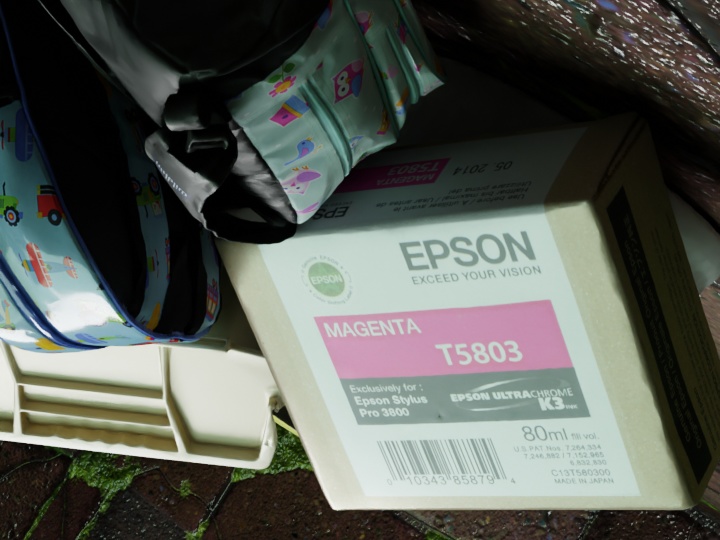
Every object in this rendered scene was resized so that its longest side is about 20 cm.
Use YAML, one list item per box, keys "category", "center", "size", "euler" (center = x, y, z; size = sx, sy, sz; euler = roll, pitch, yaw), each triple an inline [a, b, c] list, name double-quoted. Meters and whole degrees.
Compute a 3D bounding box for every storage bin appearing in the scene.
- category: "storage bin"
  center: [-0.113, -0.010, 1.089]
  size: [0.197, 0.201, 0.094]
  euler: [6, 138, 10]

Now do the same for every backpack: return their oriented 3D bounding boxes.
- category: "backpack"
  center: [-0.150, -0.048, 0.951]
  size: [0.201, 0.134, 0.182]
  euler: [70, -166, 8]
- category: "backpack"
  center: [-0.046, -0.099, 0.851]
  size: [0.167, 0.126, 0.200]
  euler: [54, -179, 27]

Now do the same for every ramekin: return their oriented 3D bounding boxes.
- category: "ramekin"
  center: [0.084, -0.018, 1.067]
  size: [0.200, 0.098, 0.200]
  euler: [32, 176, 2]

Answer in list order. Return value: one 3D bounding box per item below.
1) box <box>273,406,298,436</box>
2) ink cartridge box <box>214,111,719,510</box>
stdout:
- category: "box"
  center: [0.000, 0.000, 1.190]
  size: [0.075, 0.201, 0.050]
  euler: [29, 174, 26]
- category: "ink cartridge box"
  center: [0.053, 0.026, 0.941]
  size: [0.199, 0.075, 0.166]
  euler: [-5, 121, 33]
